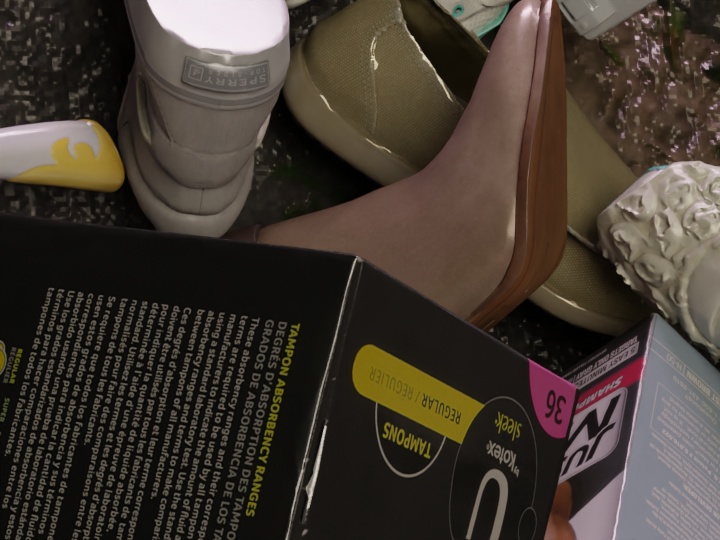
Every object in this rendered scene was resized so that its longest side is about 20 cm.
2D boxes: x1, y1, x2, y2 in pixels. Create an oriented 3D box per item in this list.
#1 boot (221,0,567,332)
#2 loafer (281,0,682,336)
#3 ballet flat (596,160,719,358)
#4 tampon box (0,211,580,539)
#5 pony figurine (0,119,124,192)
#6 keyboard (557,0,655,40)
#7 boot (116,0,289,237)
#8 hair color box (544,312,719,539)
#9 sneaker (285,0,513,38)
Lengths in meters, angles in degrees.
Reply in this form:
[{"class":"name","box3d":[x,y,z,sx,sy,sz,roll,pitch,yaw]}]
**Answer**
[{"class":"boot","box3d":[0.000,0.000,0.884,0.145,0.070,0.202,0,78,18]},{"class":"loafer","box3d":[0.064,-0.043,0.941,0.199,0.068,0.076,30,36,-13]},{"class":"ballet flat","box3d":[0.180,0.025,0.895,0.199,0.072,0.072,29,68,-5]},{"class":"tampon box","box3d":[-0.058,0.063,0.771,0.150,0.199,0.127,29,72,-56]},{"class":"pony figurine","box3d":[-0.199,-0.061,0.817,0.200,0.166,0.194,-33,100,-41]},{"class":"keyboard","box3d":[0.050,-0.176,0.920,0.200,0.056,0.011,50,25,-17]},{"class":"boot","box3d":[-0.070,-0.101,0.909,0.073,0.096,0.201,7,41,-12]},{"class":"hair color box","box3d":[0.076,0.117,0.854,0.061,0.099,0.201,41,37,-19]},{"class":"sneaker","box3d":[0.056,-0.132,0.980,0.198,0.075,0.089,1,88,-16]}]
